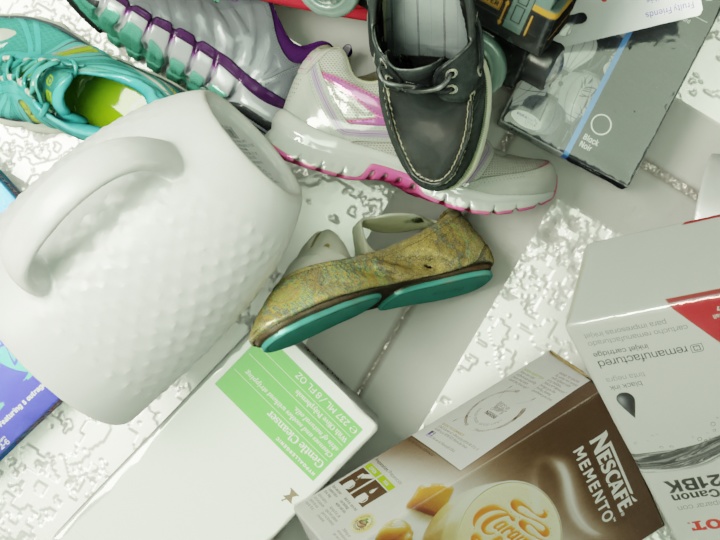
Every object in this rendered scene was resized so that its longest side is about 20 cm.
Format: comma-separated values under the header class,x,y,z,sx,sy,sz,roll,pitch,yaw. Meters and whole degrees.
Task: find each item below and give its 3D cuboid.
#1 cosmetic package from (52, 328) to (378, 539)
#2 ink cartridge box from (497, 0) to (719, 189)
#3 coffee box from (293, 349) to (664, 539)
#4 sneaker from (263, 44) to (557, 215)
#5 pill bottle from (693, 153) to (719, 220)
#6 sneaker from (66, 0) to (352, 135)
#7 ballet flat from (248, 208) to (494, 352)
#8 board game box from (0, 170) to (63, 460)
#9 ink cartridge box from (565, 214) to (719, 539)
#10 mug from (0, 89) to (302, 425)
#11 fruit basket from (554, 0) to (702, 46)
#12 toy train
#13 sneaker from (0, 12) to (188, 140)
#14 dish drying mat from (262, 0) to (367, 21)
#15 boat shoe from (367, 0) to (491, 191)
class,x,y,z,sx,sy,sz,roll,pitch,yaw
cosmetic package,-0.092,0.135,1.172,0.108,0.085,0.200,43,90,0
ink cartridge box,0.179,-0.164,1.188,0.099,0.039,0.201,26,90,2
coffee box,0.076,0.155,1.133,0.199,0.080,0.115,-31,113,-11
sneaker,0.040,-0.091,1.152,0.199,0.081,0.089,14,94,-19
pill bottle,0.312,-0.010,1.135,0.199,0.116,0.117,11,90,14
sneaker,-0.105,-0.167,1.188,0.200,0.074,0.088,34,81,-9
ballet flat,0.000,0.000,1.142,0.199,0.071,0.071,-16,89,-38
board game box,-0.268,0.016,1.197,0.152,0.045,0.200,-43,88,1
ink cartridge box,0.233,0.069,1.097,0.144,0.084,0.200,-13,124,29
mug,-0.136,-0.022,1.062,0.175,0.200,0.148,-42,70,11
fruit basket,0.111,-0.241,1.140,0.184,0.094,0.201,-8,92,32
toy train,0.047,-0.191,1.111,0.199,0.085,0.114,31,127,9
sneaker,-0.197,-0.124,1.173,0.199,0.080,0.078,17,92,15
dish drying mat,-0.068,-0.215,1.159,0.199,0.018,0.077,8,83,-26
boat shoe,0.037,-0.137,1.055,0.074,0.066,0.200,10,113,18
